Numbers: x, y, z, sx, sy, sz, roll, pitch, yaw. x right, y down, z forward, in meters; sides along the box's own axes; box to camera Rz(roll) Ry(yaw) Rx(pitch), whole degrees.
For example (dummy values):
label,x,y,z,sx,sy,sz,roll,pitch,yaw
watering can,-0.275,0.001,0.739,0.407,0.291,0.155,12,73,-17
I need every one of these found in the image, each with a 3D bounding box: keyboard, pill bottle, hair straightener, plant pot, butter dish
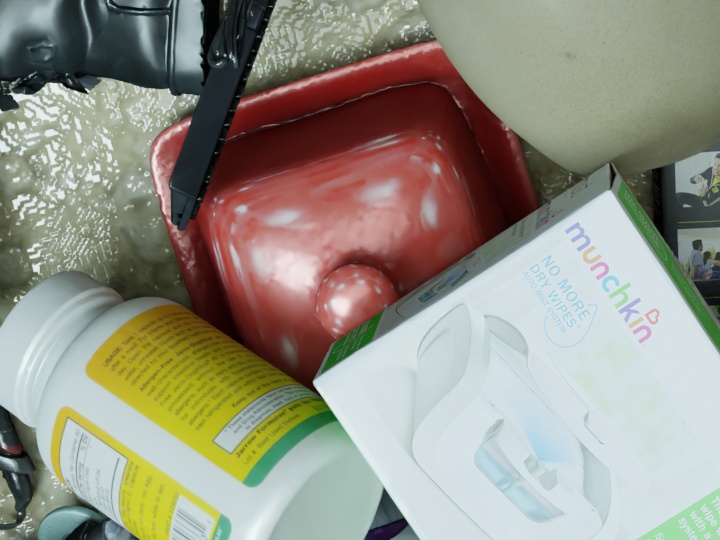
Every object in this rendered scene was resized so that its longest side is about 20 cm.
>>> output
label,x,y,z,sx,sy,sz,roll,pitch,yaw
keyboard,-0.057,-0.126,1.470,0.021,0.127,0.200,18,74,2
pill bottle,-0.095,0.083,1.484,0.200,0.113,0.113,32,106,27
hair straightener,-0.240,0.061,1.616,0.077,0.041,0.200,-18,109,11
plant pot,0.133,-0.127,1.477,0.200,0.200,0.135,-15,110,4
butter dish,0.000,0.000,1.535,0.200,0.148,0.200,-17,104,5

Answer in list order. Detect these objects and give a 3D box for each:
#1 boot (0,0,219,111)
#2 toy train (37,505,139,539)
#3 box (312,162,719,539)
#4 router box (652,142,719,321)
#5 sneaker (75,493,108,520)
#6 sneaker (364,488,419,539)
label,x,y,z,sx,sy,sz,roll,pitch,yaw
boot,-0.156,-0.181,1.530,0.162,0.073,0.198,4,104,5
toy train,-0.171,0.217,1.614,0.114,0.085,0.200,40,120,-13
box,0.107,0.079,1.423,0.176,0.097,0.200,-32,96,10
router box,0.262,-0.024,1.574,0.200,0.051,0.149,-3,103,1
sneaker,-0.109,0.118,1.617,0.087,0.075,0.200,-34,96,21
sneaker,-0.064,0.142,1.549,0.200,0.074,0.088,-12,75,-27
